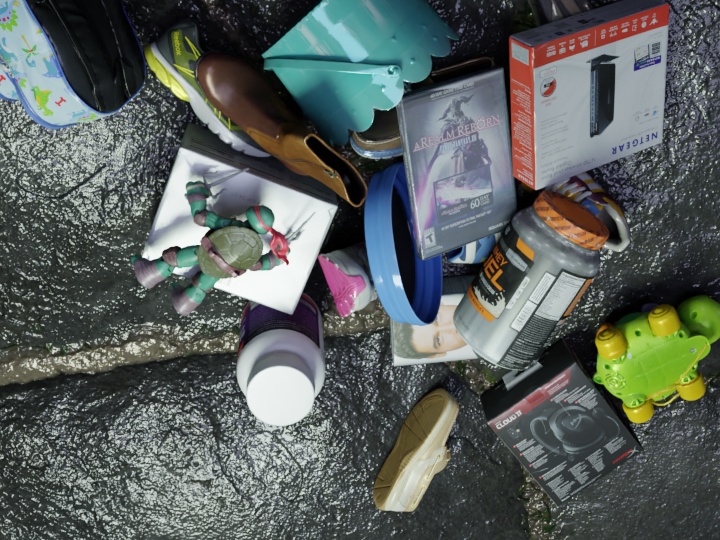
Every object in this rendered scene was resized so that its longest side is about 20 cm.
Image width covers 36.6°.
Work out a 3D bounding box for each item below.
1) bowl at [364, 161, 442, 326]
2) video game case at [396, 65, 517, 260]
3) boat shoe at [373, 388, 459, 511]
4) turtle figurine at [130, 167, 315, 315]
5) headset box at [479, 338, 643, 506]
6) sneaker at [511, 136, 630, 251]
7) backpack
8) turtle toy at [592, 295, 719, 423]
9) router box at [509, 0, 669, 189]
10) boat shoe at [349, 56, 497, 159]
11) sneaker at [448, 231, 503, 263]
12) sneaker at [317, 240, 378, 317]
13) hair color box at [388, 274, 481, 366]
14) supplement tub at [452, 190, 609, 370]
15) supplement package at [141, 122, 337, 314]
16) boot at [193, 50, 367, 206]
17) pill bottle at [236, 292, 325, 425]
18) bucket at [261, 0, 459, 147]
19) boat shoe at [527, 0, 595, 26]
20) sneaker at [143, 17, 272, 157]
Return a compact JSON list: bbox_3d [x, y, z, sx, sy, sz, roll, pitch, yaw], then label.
[{"bbox_3d":[0.053,-0.031,1.331,0.039,0.201,0.202,-8,115,20],"label":"bowl"},{"bbox_3d":[0.117,-0.126,1.289,0.142,0.019,0.202,-20,116,-22],"label":"video game case"},{"bbox_3d":[0.090,0.255,1.528,0.069,0.074,0.201,20,112,-25],"label":"boat shoe"},{"bbox_3d":[-0.157,-0.034,1.249,0.199,0.101,0.150,-34,111,16],"label":"turtle figurine"},{"bbox_3d":[0.272,0.205,1.510,0.148,0.077,0.200,-37,110,11],"label":"headset box"},{"bbox_3d":[0.264,-0.099,1.369,0.199,0.090,0.075,33,107,-17],"label":"sneaker"},{"bbox_3d":[-0.341,-0.262,1.211,0.146,0.183,0.201,-14,112,28],"label":"backpack"},{"bbox_3d":[0.401,0.102,1.460,0.199,0.101,0.147,-25,112,6],"label":"turtle toy"},{"bbox_3d":[0.272,-0.212,1.291,0.199,0.049,0.181,-21,125,-21],"label":"router box"},{"bbox_3d":[0.075,-0.204,1.299,0.199,0.072,0.073,-28,151,-12],"label":"boat shoe"},{"bbox_3d":[0.128,-0.094,1.373,0.082,0.074,0.201,-16,113,5],"label":"sneaker"},{"bbox_3d":[0.000,0.000,1.343,0.088,0.200,0.082,-21,98,-2],"label":"sneaker"},{"bbox_3d":[0.137,0.063,1.447,0.198,0.061,0.100,-5,114,-1],"label":"hair color box"},{"bbox_3d":[0.209,0.011,1.325,0.122,0.123,0.201,24,113,-14],"label":"supplement tub"},{"bbox_3d":[-0.149,-0.064,1.345,0.198,0.111,0.157,20,110,-11],"label":"supplement package"},{"bbox_3d":[-0.092,-0.156,1.196,0.068,0.200,0.189,-41,119,-3],"label":"boot"},{"bbox_3d":[-0.100,0.109,1.374,0.110,0.200,0.112,-1,113,-3],"label":"pill bottle"},{"bbox_3d":[-0.005,-0.251,1.229,0.207,0.207,0.135,-40,102,13],"label":"bucket"},{"bbox_3d":[0.224,-0.348,1.277,0.073,0.075,0.201,-33,121,0],"label":"boat shoe"},{"bbox_3d":[-0.163,-0.216,1.297,0.200,0.075,0.085,40,105,-19],"label":"sneaker"}]
